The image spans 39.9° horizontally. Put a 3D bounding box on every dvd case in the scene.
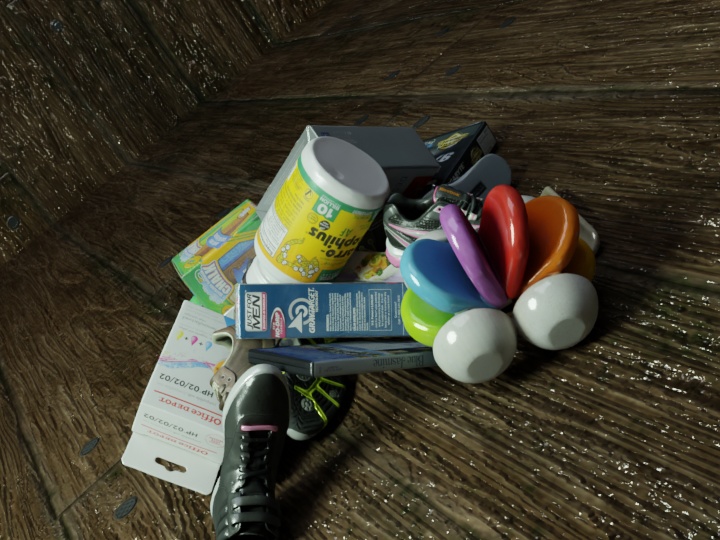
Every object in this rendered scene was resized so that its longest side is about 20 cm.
[{"bbox_3d":[0.002,0.087,1.017,0.198,0.018,0.142,-2,2,-32],"label":"dvd case"}]

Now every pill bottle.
[{"bbox_3d":[-0.058,-0.048,1.172,0.201,0.112,0.113,-56,10,31],"label":"pill bottle"}]

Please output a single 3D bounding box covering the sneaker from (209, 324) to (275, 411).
[{"bbox_3d":[-0.132,0.148,1.110,0.075,0.071,0.201,1,47,-8],"label":"sneaker"}]

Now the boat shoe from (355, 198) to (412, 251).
[{"bbox_3d":[0.004,-0.017,1.316,0.201,0.072,0.060,-38,23,13],"label":"boat shoe"}]

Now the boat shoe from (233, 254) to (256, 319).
[{"bbox_3d":[-0.126,0.008,1.326,0.071,0.066,0.200,0,25,14],"label":"boat shoe"}]

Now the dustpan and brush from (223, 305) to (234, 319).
[{"bbox_3d":[-0.160,0.064,1.401,0.139,0.057,0.200,-4,36,53],"label":"dustpan and brush"}]

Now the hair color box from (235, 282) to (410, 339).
[{"bbox_3d":[-0.038,0.045,1.095,0.197,0.061,0.100,-1,-4,-9],"label":"hair color box"}]

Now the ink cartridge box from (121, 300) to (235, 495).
[{"bbox_3d":[-0.191,0.146,1.162,0.068,0.114,0.201,119,170,-47],"label":"ink cartridge box"}]

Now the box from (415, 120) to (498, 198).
[{"bbox_3d":[0.087,-0.136,1.456,0.199,0.046,0.159,-11,33,45],"label":"box"}]

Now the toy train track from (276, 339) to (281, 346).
[{"bbox_3d":[-0.101,0.105,1.258,0.115,0.032,0.201,108,-177,-51],"label":"toy train track"}]

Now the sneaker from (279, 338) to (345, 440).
[{"bbox_3d":[-0.064,0.131,1.147,0.077,0.075,0.201,-60,13,29],"label":"sneaker"}]

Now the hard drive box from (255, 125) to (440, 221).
[{"bbox_3d":[-0.016,-0.111,1.314,0.199,0.077,0.156,-9,-34,-45],"label":"hard drive box"}]

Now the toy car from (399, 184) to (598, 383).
[{"bbox_3d":[0.124,-0.006,0.954,0.198,0.151,0.176,-23,44,5],"label":"toy car"}]

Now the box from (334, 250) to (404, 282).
[{"bbox_3d":[0.000,0.000,1.223,0.199,0.041,0.039,3,69,43],"label":"box"}]

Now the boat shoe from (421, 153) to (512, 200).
[{"bbox_3d":[0.116,-0.082,1.266,0.199,0.074,0.068,-46,6,-37],"label":"boat shoe"}]

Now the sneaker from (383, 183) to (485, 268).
[{"bbox_3d":[0.111,-0.053,1.091,0.198,0.087,0.081,-6,34,20],"label":"sneaker"}]

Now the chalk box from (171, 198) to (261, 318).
[{"bbox_3d":[-0.201,0.007,1.489,0.199,0.124,0.124,-39,22,-8],"label":"chalk box"}]

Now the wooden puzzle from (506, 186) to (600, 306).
[{"bbox_3d":[0.158,-0.015,1.130,0.199,0.037,0.185,-34,23,6],"label":"wooden puzzle"}]

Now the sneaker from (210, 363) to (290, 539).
[{"bbox_3d":[-0.100,0.195,0.958,0.099,0.070,0.202,-121,42,-59],"label":"sneaker"}]
